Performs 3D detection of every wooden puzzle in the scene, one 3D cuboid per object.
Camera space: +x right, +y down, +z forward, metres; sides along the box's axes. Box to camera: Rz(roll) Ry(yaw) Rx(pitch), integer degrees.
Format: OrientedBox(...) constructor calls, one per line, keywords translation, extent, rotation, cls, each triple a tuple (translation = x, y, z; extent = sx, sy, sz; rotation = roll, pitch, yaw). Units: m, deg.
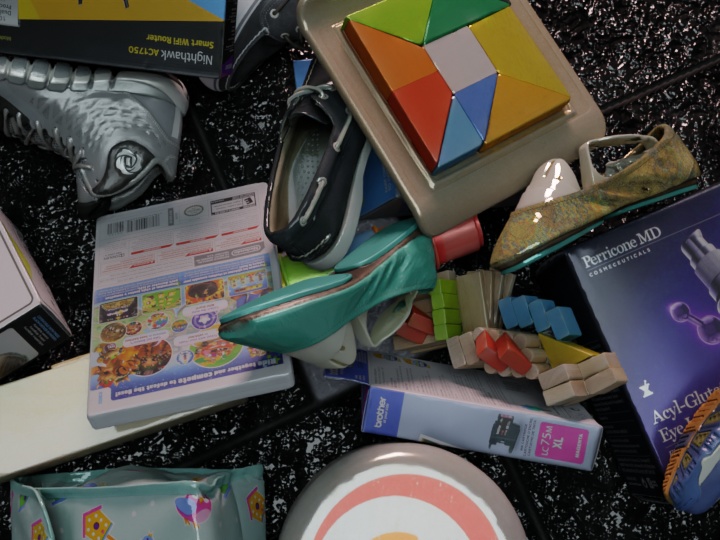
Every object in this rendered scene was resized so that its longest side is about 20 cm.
OrientedBox(translation=(0.074, -0.150, 0.764), extent=(0.184, 0.037, 0.202), rotation=(-28, 85, -23), cls="wooden puzzle")

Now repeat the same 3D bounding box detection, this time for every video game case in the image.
OrientedBox(translation=(-0.128, 0.018, 0.754), extent=(0.141, 0.018, 0.202), rotation=(-12, 45, -1), cls="video game case")

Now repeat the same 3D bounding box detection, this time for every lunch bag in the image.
OrientedBox(translation=(-0.169, 0.227, 0.723), extent=(0.197, 0.122, 0.173), rotation=(-5, 87, 20), cls="lunch bag")

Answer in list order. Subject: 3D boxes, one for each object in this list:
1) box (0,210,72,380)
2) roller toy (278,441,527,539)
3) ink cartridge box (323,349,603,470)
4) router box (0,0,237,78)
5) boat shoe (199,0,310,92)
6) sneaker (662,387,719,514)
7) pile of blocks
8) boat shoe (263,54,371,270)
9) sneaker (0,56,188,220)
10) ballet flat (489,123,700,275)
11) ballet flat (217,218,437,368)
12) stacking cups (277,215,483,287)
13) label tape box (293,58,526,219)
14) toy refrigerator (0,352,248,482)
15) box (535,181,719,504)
OrientedBox(translation=(-0.331, 0.047, 0.760), extent=(0.199, 0.060, 0.117), rotation=(-31, 62, -8), cls="box")
OrientedBox(translation=(0.025, 0.217, 0.729), extent=(0.199, 0.140, 0.184), rotation=(-33, 83, -8), cls="roller toy")
OrientedBox(translation=(0.068, 0.099, 0.761), extent=(0.197, 0.119, 0.043), rotation=(12, 97, -2), cls="ink cartridge box")
OrientedBox(translation=(-0.189, -0.231, 0.764), extent=(0.197, 0.051, 0.151), rotation=(7, 106, 5), cls="router box")
OrientedBox(translation=(-0.049, -0.213, 0.813), extent=(0.066, 0.070, 0.200), rotation=(42, 100, 6), cls="boat shoe")
OrientedBox(translation=(0.291, 0.098, 0.693), extent=(0.088, 0.075, 0.200), rotation=(42, 81, 4), cls="sneaker")
OrientedBox(translation=(0.097, 0.042, 0.754), extent=(0.198, 0.062, 0.083), rotation=(16, 95, 35), cls="pile of blocks")
OrientedBox(translation=(-0.028, -0.104, 0.768), extent=(0.075, 0.060, 0.203), rotation=(-14, 61, 38), cls="boat shoe")
OrientedBox(translation=(-0.236, -0.099, 0.800), extent=(0.197, 0.075, 0.117), rotation=(1, 79, -4), cls="sneaker")
OrientedBox(translation=(0.167, -0.059, 0.758), extent=(0.198, 0.071, 0.071), rotation=(-23, 82, -23), cls="ballet flat")
OrientedBox(translation=(-0.009, 0.027, 0.703), extent=(0.199, 0.067, 0.071), rotation=(-29, 103, -43), cls="ballet flat")
OrientedBox(translation=(0.000, 0.000, 0.803), extent=(0.197, 0.061, 0.061), rotation=(-16, 81, -4), cls="stacking cups")
OrientedBox(translation=(0.050, -0.122, 0.827), extent=(0.197, 0.063, 0.146), rotation=(-6, 80, -5), cls="label tape box")
OrientedBox(translation=(-0.190, 0.095, 0.770), extent=(0.197, 0.076, 0.071), rotation=(-17, 81, -5), cls="toy refrigerator")
OrientedBox(translation=(0.246, 0.055, 0.788), extent=(0.146, 0.104, 0.202), rotation=(-23, 83, -6), cls="box")
